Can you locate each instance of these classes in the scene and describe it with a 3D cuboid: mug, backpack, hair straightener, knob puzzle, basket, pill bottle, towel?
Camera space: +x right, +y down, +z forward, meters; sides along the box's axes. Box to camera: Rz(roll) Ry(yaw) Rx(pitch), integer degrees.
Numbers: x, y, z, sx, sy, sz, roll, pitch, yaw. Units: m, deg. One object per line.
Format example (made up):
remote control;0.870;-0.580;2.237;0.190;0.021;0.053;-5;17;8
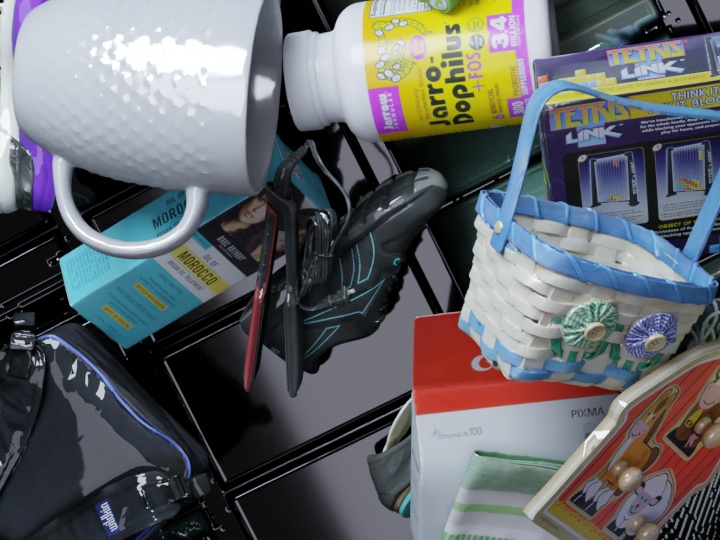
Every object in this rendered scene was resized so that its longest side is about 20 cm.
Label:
mug;-0.156;-0.108;1.450;0.173;0.148;0.202;5;85;7
backpack;-0.233;0.158;1.572;0.200;0.154;0.191;44;95;6
hair straightener;-0.039;0.002;1.507;0.076;0.041;0.202;10;110;4
knob puzzle;0.222;0.127;1.434;0.030;0.219;0.220;44;105;34
basket;0.166;-0.022;1.382;0.175;0.139;0.202;7;106;-28
pill bottle;0.047;-0.151;1.500;0.198;0.104;0.105;-7;98;11
towel;0.127;0.227;1.533;0.151;0.023;0.202;8;120;-16

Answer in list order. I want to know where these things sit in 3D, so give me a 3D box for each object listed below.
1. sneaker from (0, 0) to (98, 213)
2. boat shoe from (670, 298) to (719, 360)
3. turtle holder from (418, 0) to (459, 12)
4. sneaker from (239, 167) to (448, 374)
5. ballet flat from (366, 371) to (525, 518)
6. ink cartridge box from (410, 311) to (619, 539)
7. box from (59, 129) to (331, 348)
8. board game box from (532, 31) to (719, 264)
sneaker;-0.224;-0.141;1.547;0.098;0.070;0.202;4;101;0
boat shoe;0.237;0.046;1.522;0.198;0.062;0.076;21;100;5
turtle holder;0.110;-0.278;1.438;0.132;0.141;0.185;48;59;1
sneaker;0.000;0.000;1.557;0.200;0.076;0.079;-40;101;21
ballet flat;0.075;0.102;1.556;0.200;0.068;0.069;-45;63;15
ink cartridge box;0.118;0.120;1.502;0.158;0.047;0.202;-5;124;-7
box;-0.124;-0.022;1.555;0.199;0.082;0.049;-31;52;13
board game box;0.229;-0.086;1.455;0.198;0.057;0.166;-7;132;4
